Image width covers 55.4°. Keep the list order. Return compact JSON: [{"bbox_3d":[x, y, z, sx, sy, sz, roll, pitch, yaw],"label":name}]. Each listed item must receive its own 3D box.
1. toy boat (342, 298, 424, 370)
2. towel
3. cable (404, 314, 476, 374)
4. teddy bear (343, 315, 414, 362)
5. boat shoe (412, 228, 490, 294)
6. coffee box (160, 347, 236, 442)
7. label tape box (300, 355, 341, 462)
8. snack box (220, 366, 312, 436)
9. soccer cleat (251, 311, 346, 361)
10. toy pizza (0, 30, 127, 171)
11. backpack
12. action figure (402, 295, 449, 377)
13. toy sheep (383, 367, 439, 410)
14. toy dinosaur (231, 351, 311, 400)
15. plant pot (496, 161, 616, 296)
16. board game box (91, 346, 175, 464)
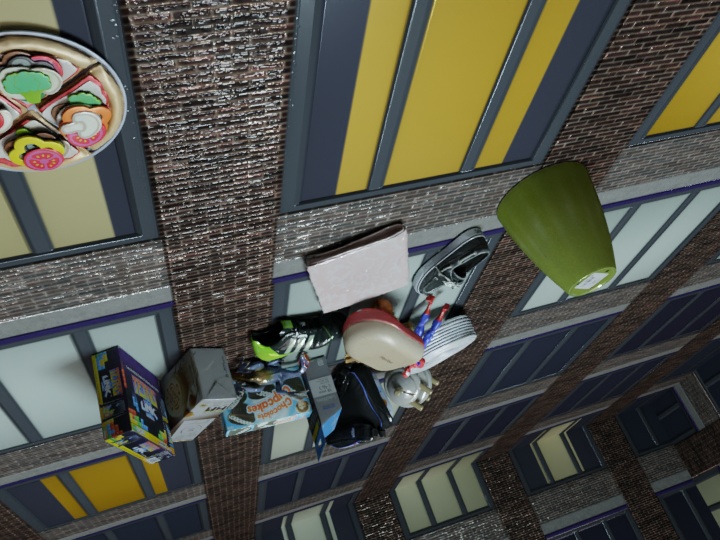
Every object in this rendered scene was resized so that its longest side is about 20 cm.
[{"bbox_3d":[0.044,0.120,1.417,0.130,0.132,0.200,-18,151,24],"label":"toy boat"},{"bbox_3d":[0.000,0.000,1.277,0.189,0.032,0.200,-19,152,-4],"label":"towel"},{"bbox_3d":[0.183,0.178,1.649,0.199,0.070,0.200,-24,164,-8],"label":"cable"},{"bbox_3d":[0.037,0.153,1.555,0.199,0.067,0.145,-14,157,-30],"label":"teddy bear"},{"bbox_3d":[0.183,0.001,1.370,0.073,0.068,0.199,9,139,-45],"label":"boat shoe"},{"bbox_3d":[-0.343,0.255,1.393,0.079,0.115,0.200,6,141,-42],"label":"coffee box"},{"bbox_3d":[-0.090,0.324,1.604,0.063,0.201,0.145,-12,151,-17],"label":"label tape box"},{"bbox_3d":[-0.219,0.293,1.547,0.198,0.117,0.037,-9,150,-24],"label":"snack box"},{"bbox_3d":[-0.123,0.125,1.379,0.198,0.068,0.081,-20,140,-3],"label":"soccer cleat"},{"bbox_3d":[-0.350,-0.166,0.728,0.198,0.032,0.201,-17,152,-9],"label":"toy pizza"},{"bbox_3d":[-0.025,0.350,1.737,0.190,0.201,0.154,-32,164,25],"label":"backpack"},{"bbox_3d":[0.124,0.162,1.515,0.099,0.065,0.201,-28,143,-59],"label":"action figure"},{"bbox_3d":[0.123,0.289,1.756,0.137,0.139,0.200,-29,174,14],"label":"toy sheep"},{"bbox_3d":[-0.201,0.216,1.511,0.199,0.106,0.181,6,-177,32],"label":"toy dinosaur"},{"bbox_3d":[0.377,-0.060,1.259,0.186,0.201,0.188,-17,153,-9],"label":"plant pot"},{"bbox_3d":[-0.421,0.256,1.281,0.056,0.166,0.200,-19,153,-2],"label":"board game box"}]
